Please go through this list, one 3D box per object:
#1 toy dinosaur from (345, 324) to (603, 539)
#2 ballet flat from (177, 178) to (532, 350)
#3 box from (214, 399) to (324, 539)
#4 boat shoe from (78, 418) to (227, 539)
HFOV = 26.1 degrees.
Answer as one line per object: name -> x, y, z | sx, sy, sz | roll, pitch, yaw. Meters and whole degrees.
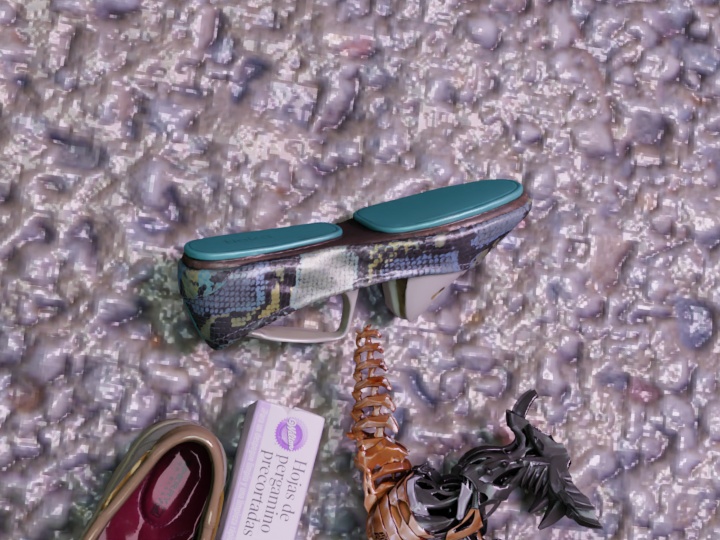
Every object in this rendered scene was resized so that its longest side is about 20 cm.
toy dinosaur -> 0.049, 0.128, 0.813 | 0.135, 0.102, 0.201 | -25, 109, 2
ballet flat -> 0.000, 0.000, 0.840 | 0.198, 0.074, 0.075 | -11, 83, -12
box -> -0.063, 0.169, 0.803 | 0.038, 0.041, 0.202 | 17, 77, -10
boat shoe -> -0.124, 0.166, 0.777 | 0.073, 0.066, 0.202 | 23, 77, -8
